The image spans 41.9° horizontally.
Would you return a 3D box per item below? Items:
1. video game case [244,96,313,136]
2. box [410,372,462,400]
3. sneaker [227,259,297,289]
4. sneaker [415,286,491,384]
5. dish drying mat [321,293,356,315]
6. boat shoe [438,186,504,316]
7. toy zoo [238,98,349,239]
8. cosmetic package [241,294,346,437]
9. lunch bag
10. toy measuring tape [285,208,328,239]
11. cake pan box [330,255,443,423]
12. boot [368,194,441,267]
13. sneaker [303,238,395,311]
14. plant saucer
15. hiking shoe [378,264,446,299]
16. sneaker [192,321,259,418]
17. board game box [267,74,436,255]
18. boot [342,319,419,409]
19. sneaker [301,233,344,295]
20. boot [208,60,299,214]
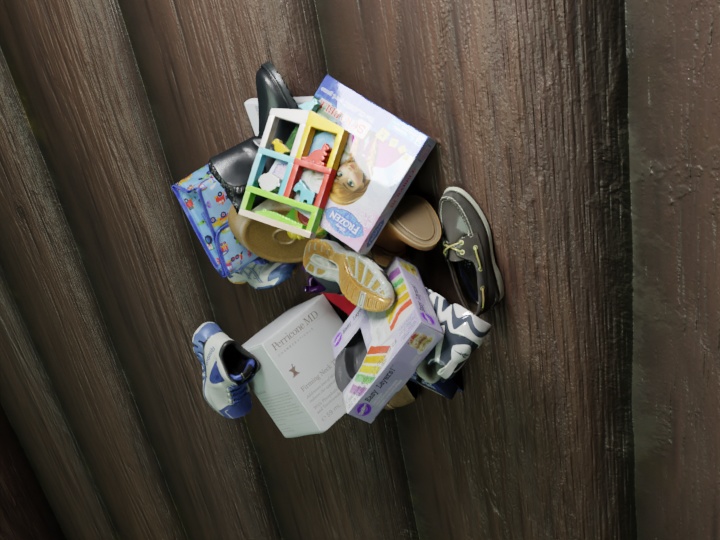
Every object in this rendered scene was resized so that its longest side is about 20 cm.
[{"bbox_3d":[-0.097,-0.202,1.575,0.199,0.023,0.183,8,126,43],"label":"video game case"},{"bbox_3d":[0.092,0.165,1.589,0.121,0.032,0.200,23,168,31],"label":"box"},{"bbox_3d":[-0.205,-0.020,1.795,0.199,0.075,0.088,2,121,45],"label":"sneaker"},{"bbox_3d":[0.107,0.105,1.429,0.079,0.130,0.199,34,178,-32],"label":"sneaker"},{"bbox_3d":[0.002,0.062,1.694,0.200,0.018,0.077,35,140,22],"label":"dish drying mat"},{"bbox_3d":[0.160,-0.026,1.418,0.072,0.061,0.202,0,120,47],"label":"boat shoe"},{"bbox_3d":[-0.097,-0.161,1.411,0.131,0.020,0.201,20,93,23],"label":"toy zoo"},{"bbox_3d":[-0.106,0.184,1.773,0.200,0.167,0.166,56,149,-7],"label":"cosmetic package"},{"bbox_3d":[-0.221,-0.096,1.683,0.094,0.150,0.201,12,130,48],"label":"lunch bag"},{"bbox_3d":[-0.044,-0.117,1.500,0.074,0.074,0.200,46,109,7],"label":"toy measuring tape"},{"bbox_3d":[0.033,0.105,1.430,0.052,0.184,0.200,27,115,-23],"label":"cake pan box"},{"bbox_3d":[0.060,-0.052,1.486,0.200,0.073,0.155,46,153,39],"label":"boot"},{"bbox_3d":[0.000,0.000,1.454,0.200,0.087,0.076,35,113,42],"label":"sneaker"},{"bbox_3d":[-0.128,-0.069,1.606,0.199,0.036,0.201,0,142,0],"label":"plant saucer"},{"bbox_3d":[0.058,0.058,1.562,0.199,0.101,0.076,26,136,30],"label":"hiking shoe"},{"bbox_3d":[-0.236,0.198,1.719,0.115,0.080,0.200,21,135,45],"label":"sneaker"},{"bbox_3d":[-0.021,-0.160,1.414,0.200,0.041,0.200,34,97,22],"label":"board game box"},{"bbox_3d":[0.039,0.164,1.707,0.075,0.074,0.200,-16,116,39],"label":"boot"},{"bbox_3d":[-0.053,-0.021,1.587,0.200,0.087,0.075,97,163,-49],"label":"sneaker"},{"bbox_3d":[-0.168,-0.205,1.483,0.201,0.168,0.076,65,173,-21],"label":"boot"}]
